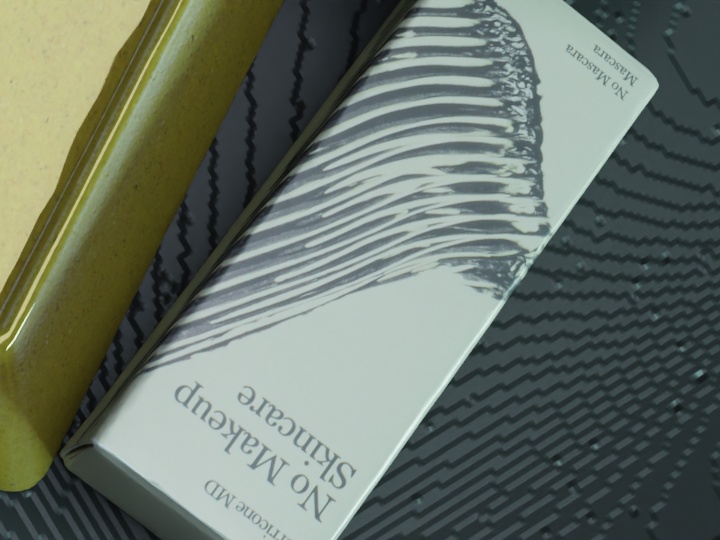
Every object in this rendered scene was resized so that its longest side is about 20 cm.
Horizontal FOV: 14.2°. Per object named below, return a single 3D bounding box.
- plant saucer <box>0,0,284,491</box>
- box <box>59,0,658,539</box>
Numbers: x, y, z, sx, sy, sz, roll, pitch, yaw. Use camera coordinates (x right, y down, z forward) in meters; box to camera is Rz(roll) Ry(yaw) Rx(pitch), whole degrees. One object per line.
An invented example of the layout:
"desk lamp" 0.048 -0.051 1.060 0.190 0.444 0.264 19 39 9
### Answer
"plant saucer" -0.141 -0.063 0.875 0.200 0.048 0.200 28 76 -10
"box" 0.000 0.000 0.891 0.082 0.068 0.200 37 75 -7
